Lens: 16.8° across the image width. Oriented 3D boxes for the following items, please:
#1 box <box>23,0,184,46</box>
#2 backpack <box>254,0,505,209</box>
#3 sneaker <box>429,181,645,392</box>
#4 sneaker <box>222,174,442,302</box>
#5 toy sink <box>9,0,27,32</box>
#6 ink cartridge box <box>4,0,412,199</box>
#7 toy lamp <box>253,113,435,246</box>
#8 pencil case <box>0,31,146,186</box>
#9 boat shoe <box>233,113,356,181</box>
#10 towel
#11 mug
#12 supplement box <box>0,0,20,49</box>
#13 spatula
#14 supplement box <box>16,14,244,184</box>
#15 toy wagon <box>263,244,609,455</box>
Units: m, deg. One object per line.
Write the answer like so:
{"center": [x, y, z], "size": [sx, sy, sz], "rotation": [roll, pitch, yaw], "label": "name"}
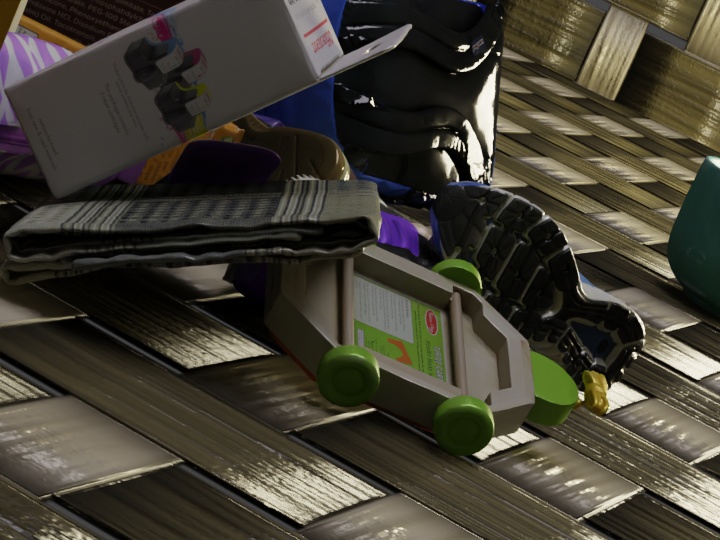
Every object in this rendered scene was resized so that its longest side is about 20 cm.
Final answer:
{"center": [-0.160, -0.211, 1.724], "size": [0.163, 0.201, 0.166], "rotation": [23, 12, -8], "label": "box"}
{"center": [-0.007, -0.125, 1.777], "size": [0.167, 0.164, 0.199], "rotation": [-3, -6, 34], "label": "backpack"}
{"center": [0.095, 0.005, 1.519], "size": [0.089, 0.079, 0.200], "rotation": [36, -6, 45], "label": "sneaker"}
{"center": [0.000, 0.000, 1.438], "size": [0.099, 0.070, 0.200], "rotation": [38, 18, 19], "label": "sneaker"}
{"center": [-0.311, -0.178, 1.443], "size": [0.199, 0.131, 0.112], "rotation": [29, 12, 16], "label": "toy sink"}
{"center": [-0.078, -0.115, 1.309], "size": [0.115, 0.199, 0.068], "rotation": [-62, 129, -77], "label": "ink cartridge box"}
{"center": [-0.020, -0.054, 1.662], "size": [0.199, 0.059, 0.058], "rotation": [26, 11, 13], "label": "toy lamp"}
{"center": [-0.202, -0.093, 1.390], "size": [0.085, 0.084, 0.200], "rotation": [34, 13, 23], "label": "pencil case"}
{"center": [-0.068, -0.062, 1.595], "size": [0.200, 0.072, 0.066], "rotation": [19, -26, 50], "label": "boat shoe"}
{"center": [-0.083, -0.021, 1.269], "size": [0.191, 0.035, 0.200], "rotation": [-2, 8, 1], "label": "towel"}
{"center": [0.340, -0.010, 2.064], "size": [0.151, 0.115, 0.185], "rotation": [22, 12, -12], "label": "mug"}
{"center": [-0.287, -0.151, 1.193], "size": [0.132, 0.198, 0.199], "rotation": [33, 14, 39], "label": "supplement box"}
{"center": [-0.097, -0.052, 1.410], "size": [0.056, 0.021, 0.200], "rotation": [6, -6, -18], "label": "spatula"}
{"center": [-0.178, -0.108, 1.545], "size": [0.199, 0.069, 0.067], "rotation": [25, 3, 13], "label": "supplement box"}
{"center": [0.042, 0.043, 1.324], "size": [0.199, 0.040, 0.156], "rotation": [24, 28, -14], "label": "toy wagon"}
